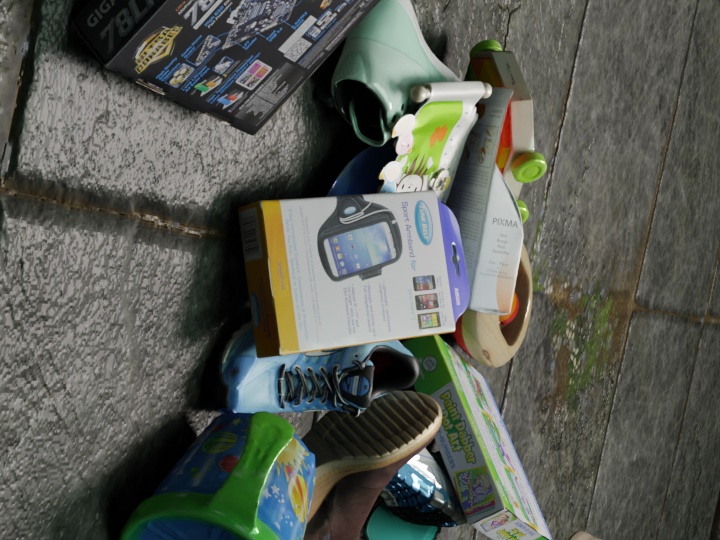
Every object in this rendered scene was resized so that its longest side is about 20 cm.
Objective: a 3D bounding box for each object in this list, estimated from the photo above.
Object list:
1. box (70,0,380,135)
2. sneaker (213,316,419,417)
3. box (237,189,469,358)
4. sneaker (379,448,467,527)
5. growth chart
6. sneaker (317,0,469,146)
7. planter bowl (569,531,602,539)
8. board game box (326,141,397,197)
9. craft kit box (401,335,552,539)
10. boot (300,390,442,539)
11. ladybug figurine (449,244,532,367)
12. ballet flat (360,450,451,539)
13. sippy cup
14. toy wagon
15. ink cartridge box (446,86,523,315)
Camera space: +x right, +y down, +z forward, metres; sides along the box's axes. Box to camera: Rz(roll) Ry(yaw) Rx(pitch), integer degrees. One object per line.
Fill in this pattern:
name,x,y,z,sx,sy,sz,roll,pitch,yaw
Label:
box,-0.063,-0.193,1.000,0.200,0.050,0.198,-46,157,13
sneaker,-0.031,0.079,1.222,0.199,0.090,0.079,-12,117,-41
box,0.000,0.000,1.211,0.199,0.041,0.120,-5,86,-38
sneaker,0.045,0.180,1.446,0.200,0.075,0.087,43,48,-40
growth chart,0.055,-0.077,1.310,0.144,0.018,0.201,-24,136,-51
sneaker,0.029,-0.138,1.298,0.201,0.073,0.119,52,48,-47
planter bowl,0.362,0.498,2.215,0.200,0.134,0.202,-40,136,-53
board game box,-0.006,-0.016,1.331,0.158,0.039,0.202,-27,123,-50
craft kit box,0.120,0.179,1.538,0.201,0.048,0.198,69,9,27
boot,-0.014,0.198,1.303,0.199,0.072,0.167,-27,140,-14
ladybug figurine,0.127,0.024,1.574,0.200,0.071,0.137,61,45,-60
ballet flat,0.053,0.252,1.544,0.200,0.076,0.064,-32,163,-50
sippy cup,-0.096,0.182,1.136,0.140,0.177,0.131,53,37,-23
toy wagon,0.126,-0.116,1.459,0.201,0.039,0.156,104,-24,-51
ink cartridge box,0.108,-0.070,1.419,0.162,0.050,0.202,-155,-103,-70
